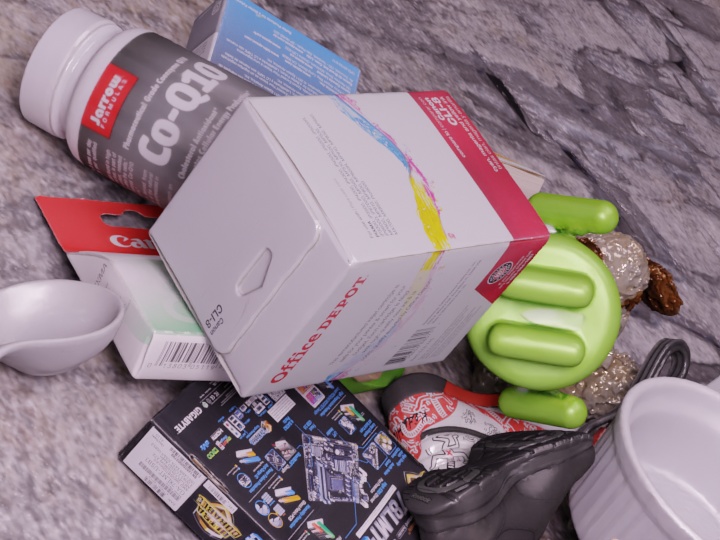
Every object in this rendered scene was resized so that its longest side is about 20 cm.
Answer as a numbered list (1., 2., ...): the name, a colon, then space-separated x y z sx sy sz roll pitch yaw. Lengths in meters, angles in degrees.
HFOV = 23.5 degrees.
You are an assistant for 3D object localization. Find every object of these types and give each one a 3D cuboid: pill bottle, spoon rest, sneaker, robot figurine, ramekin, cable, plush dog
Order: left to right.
1. spoon rest: -0.216 0.052 1.086 0.099 0.061 0.200 8 31 13
2. pill bottle: -0.146 -0.110 1.285 0.200 0.114 0.114 28 27 13
3. sneaker: 0.109 0.150 1.379 0.201 0.067 0.108 15 44 -38
4. sneaker: 0.106 0.172 1.264 0.200 0.076 0.091 -20 102 -45
5. robot figurine: 0.137 0.029 1.312 0.115 0.176 0.200 6 2 5
6. plush dog: 0.181 0.030 1.504 0.200 0.172 0.161 6 47 -46
7. cable: 0.217 0.127 1.468 0.097 0.050 0.200 48 54 -32
8. ramekin: 0.259 0.189 1.343 0.200 0.098 0.201 25 34 -18

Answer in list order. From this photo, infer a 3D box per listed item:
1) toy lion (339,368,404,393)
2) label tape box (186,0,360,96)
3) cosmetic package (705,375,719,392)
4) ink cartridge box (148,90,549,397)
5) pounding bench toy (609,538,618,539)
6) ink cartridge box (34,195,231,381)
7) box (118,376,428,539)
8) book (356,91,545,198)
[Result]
1. toy lion: 0.000 0.000 1.392 0.192 0.069 0.200 13 64 -63
2. label tape box: -0.088 -0.115 1.446 0.143 0.066 0.200 30 55 -25
3. cosmetic package: 0.327 0.156 1.504 0.081 0.200 0.113 -2 53 -52
4. ink cartridge box: -0.008 -0.023 1.170 0.200 0.145 0.145 -8 57 -46
5. pounding bench toy: 0.186 0.307 1.165 0.200 0.156 0.124 42 44 -5
6. ink cartridge box: -0.124 -0.002 1.238 0.161 0.050 0.200 4 39 -39
7. box: -0.044 0.145 1.212 0.199 0.050 0.200 45 29 0
8. book: 0.059 -0.116 1.579 0.133 0.048 0.200 22 9 -33
